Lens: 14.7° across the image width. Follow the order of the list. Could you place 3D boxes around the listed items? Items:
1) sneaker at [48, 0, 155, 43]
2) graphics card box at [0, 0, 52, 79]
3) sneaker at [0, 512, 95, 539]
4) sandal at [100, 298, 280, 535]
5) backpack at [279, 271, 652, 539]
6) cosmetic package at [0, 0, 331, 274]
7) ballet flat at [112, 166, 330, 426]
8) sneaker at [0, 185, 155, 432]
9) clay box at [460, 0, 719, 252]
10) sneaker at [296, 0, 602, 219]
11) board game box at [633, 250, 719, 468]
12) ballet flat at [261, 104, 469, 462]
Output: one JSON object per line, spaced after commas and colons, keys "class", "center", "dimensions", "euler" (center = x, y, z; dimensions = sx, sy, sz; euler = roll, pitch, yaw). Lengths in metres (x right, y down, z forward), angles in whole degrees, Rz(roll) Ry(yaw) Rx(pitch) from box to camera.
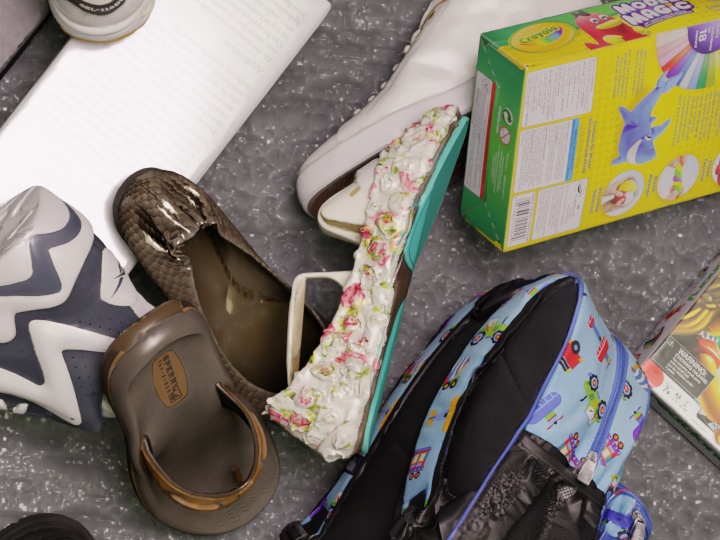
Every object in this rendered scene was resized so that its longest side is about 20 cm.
{"class": "sneaker", "center": [-0.140, -0.221, 1.431], "dimensions": [0.076, 0.088, 0.200], "euler": [-13, 78, -4]}
{"class": "graphics card box", "center": [-0.195, -0.198, 1.497], "dimensions": [0.125, 0.051, 0.200], "euler": [38, 78, -8]}
{"class": "sneaker", "center": [-0.213, 0.203, 1.447], "dimensions": [0.076, 0.091, 0.200], "euler": [44, 80, -9]}
{"class": "sandal", "center": [-0.078, 0.086, 1.440], "dimensions": [0.082, 0.200, 0.055], "euler": [-40, 59, -17]}
{"class": "backpack", "center": [0.076, 0.106, 1.480], "dimensions": [0.134, 0.183, 0.200], "euler": [37, 68, -16]}
{"class": "cosmetic package", "center": [-0.118, -0.092, 1.496], "dimensions": [0.101, 0.071, 0.200], "euler": [39, 79, -9]}
{"class": "ballet flat", "center": [-0.059, 0.021, 1.477], "dimensions": [0.067, 0.046, 0.200], "euler": [-48, 126, -15]}
{"class": "sneaker", "center": [-0.182, 0.053, 1.443], "dimensions": [0.199, 0.080, 0.130], "euler": [-39, 114, 23]}
{"class": "clay box", "center": [0.152, -0.090, 1.523], "dimensions": [0.200, 0.048, 0.115], "euler": [-16, 128, -30]}
{"class": "sneaker", "center": [0.042, -0.102, 1.546], "dimensions": [0.200, 0.073, 0.085], "euler": [-31, 61, -6]}
{"class": "board game box", "center": [0.261, 0.078, 1.588], "dimensions": [0.200, 0.035, 0.126], "euler": [42, 79, -7]}
{"class": "ballet flat", "center": [0.000, 0.000, 1.463], "dimensions": [0.064, 0.076, 0.200], "euler": [17, 79, 5]}
